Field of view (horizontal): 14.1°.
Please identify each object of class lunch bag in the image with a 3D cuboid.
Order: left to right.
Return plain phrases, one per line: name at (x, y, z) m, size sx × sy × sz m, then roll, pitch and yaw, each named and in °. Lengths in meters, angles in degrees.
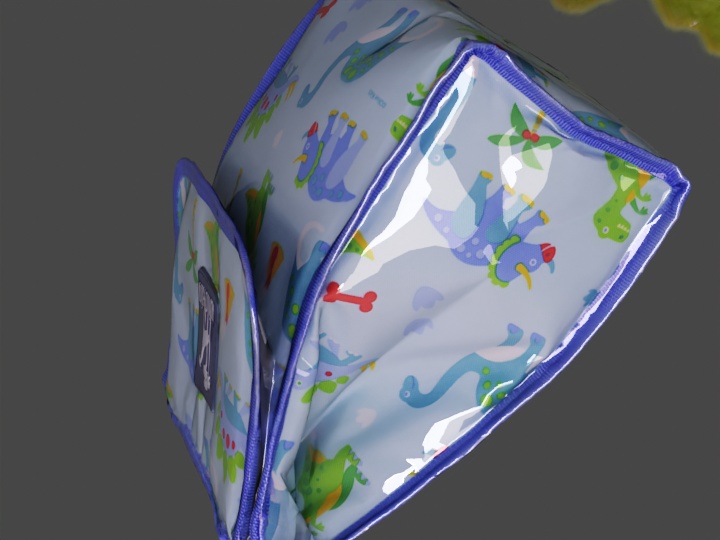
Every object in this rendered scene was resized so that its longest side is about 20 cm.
lunch bag at (0.000, 0.000, 1.063) m, size 0.127 × 0.170 × 0.200 m, roll 30°, pitch 99°, yaw -20°
